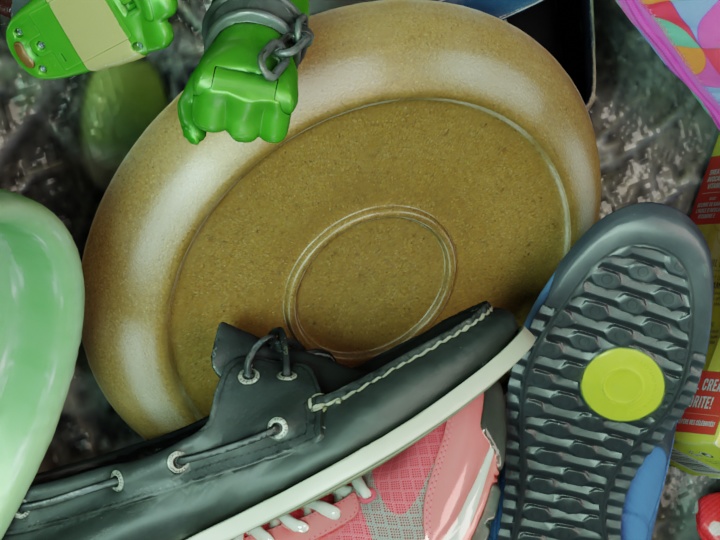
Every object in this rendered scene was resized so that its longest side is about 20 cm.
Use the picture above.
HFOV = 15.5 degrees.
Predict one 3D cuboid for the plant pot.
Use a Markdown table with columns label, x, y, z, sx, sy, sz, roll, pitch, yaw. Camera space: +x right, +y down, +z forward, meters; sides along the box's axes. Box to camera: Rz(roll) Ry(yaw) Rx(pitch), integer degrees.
| label | x | y | z | sx | sy | sz | roll | pitch | yaw |
| --- | --- | --- | --- | --- | --- | --- | --- | --- | --- |
| plant pot | 0.000 | 0.000 | 0.928 | 0.199 | 0.028 | 0.201 | -14 | 129 | -18 |

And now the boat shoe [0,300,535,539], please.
| label | x | y | z | sx | sy | sz | roll | pitch | yaw |
| --- | --- | --- | --- | --- | --- | --- | --- | --- | --- |
| boat shoe | -0.040 | 0.052 | 0.886 | 0.199 | 0.075 | 0.066 | -30 | 90 | 9 |

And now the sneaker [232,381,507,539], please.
| label | x | y | z | sx | sy | sz | roll | pitch | yaw |
| --- | --- | --- | --- | --- | --- | --- | --- | --- | --- |
| sneaker | -0.025 | 0.109 | 0.929 | 0.087 | 0.074 | 0.200 | 36 | 92 | -13 |

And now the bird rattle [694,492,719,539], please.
| label | x | y | z | sx | sy | sz | roll | pitch | yaw |
| --- | --- | --- | --- | --- | --- | --- | --- | --- | --- |
| bird rattle | 0.170 | 0.179 | 1.073 | 0.163 | 0.112 | 0.201 | 49 | 54 | -34 |

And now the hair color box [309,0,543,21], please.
| label | x | y | z | sx | sy | sz | roll | pitch | yaw |
| --- | --- | --- | --- | --- | --- | --- | --- | --- | --- |
| hair color box | -0.011 | -0.178 | 0.938 | 0.060 | 0.100 | 0.201 | -25 | 104 | -29 |

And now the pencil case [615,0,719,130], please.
| label | x | y | z | sx | sy | sz | roll | pitch | yaw |
| --- | --- | --- | --- | --- | --- | --- | --- | --- | --- |
| pencil case | 0.125 | -0.113 | 0.962 | 0.200 | 0.088 | 0.089 | 33 | 72 | -55 |

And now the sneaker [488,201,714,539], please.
| label | x | y | z | sx | sy | sz | roll | pitch | yaw |
| --- | --- | --- | --- | --- | --- | --- | --- | --- | --- |
| sneaker | 0.086 | 0.052 | 0.978 | 0.066 | 0.079 | 0.201 | 12 | 122 | 4 |

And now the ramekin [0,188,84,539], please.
| label | x | y | z | sx | sy | sz | roll | pitch | yaw |
| --- | --- | --- | --- | --- | --- | --- | --- | --- | --- |
| ramekin | -0.180 | 0.047 | 0.788 | 0.097 | 0.200 | 0.200 | 29 | 70 | 17 |

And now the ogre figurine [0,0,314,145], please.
| label | x | y | z | sx | sy | sz | roll | pitch | yaw |
| --- | --- | --- | --- | --- | --- | --- | --- | --- | --- |
| ogre figurine | -0.097 | -0.110 | 0.860 | 0.120 | 0.199 | 0.099 | -51 | 140 | -54 |

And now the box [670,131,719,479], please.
| label | x | y | z | sx | sy | sz | roll | pitch | yaw |
| --- | --- | --- | --- | --- | --- | --- | --- | --- | --- |
| box | 0.170 | -0.016 | 1.063 | 0.050 | 0.075 | 0.201 | 26 | 79 | -27 |

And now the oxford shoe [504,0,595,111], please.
| label | x | y | z | sx | sy | sz | roll | pitch | yaw |
| --- | --- | --- | --- | --- | --- | --- | --- | --- | --- |
| oxford shoe | 0.057 | -0.149 | 0.992 | 0.070 | 0.075 | 0.201 | -16 | 98 | -29 |
